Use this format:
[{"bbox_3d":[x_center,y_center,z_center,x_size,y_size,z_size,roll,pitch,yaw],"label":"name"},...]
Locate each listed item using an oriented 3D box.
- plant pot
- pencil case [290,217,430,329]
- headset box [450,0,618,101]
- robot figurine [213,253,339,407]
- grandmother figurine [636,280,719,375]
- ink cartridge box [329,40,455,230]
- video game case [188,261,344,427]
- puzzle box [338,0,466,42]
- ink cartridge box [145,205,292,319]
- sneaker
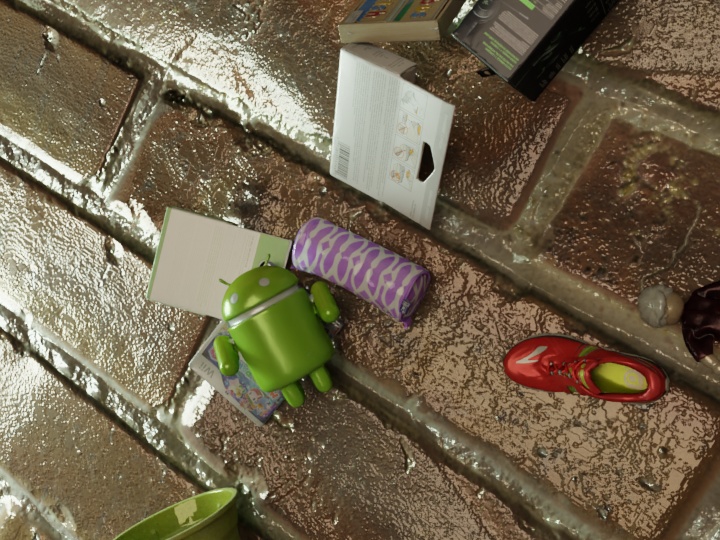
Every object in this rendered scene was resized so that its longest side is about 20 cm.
[{"bbox_3d":[-0.232,0.434,1.110,0.200,0.200,0.185,-22,90,20],"label":"plant pot"},{"bbox_3d":[0.000,0.000,1.086,0.200,0.084,0.086,29,122,23],"label":"pencil case"},{"bbox_3d":[0.217,-0.307,0.951,0.093,0.174,0.200,44,109,14],"label":"headset box"},{"bbox_3d":[-0.111,0.082,1.072,0.175,0.116,0.200,-28,92,-1],"label":"robot figurine"},{"bbox_3d":[0.421,0.063,0.920,0.200,0.061,0.121,17,66,25],"label":"grandmother figurine"},{"bbox_3d":[0.045,-0.174,1.031,0.176,0.045,0.200,32,139,22],"label":"ink cartridge box"},{"bbox_3d":[-0.138,0.108,1.150,0.143,0.018,0.200,39,103,4],"label":"video game case"},{"bbox_3d":[0.068,-0.349,1.029,0.133,0.200,0.025,5,131,22],"label":"puzzle box"},{"bbox_3d":[-0.209,-0.002,1.189,0.199,0.048,0.146,15,93,7],"label":"ink cartridge box"},{"bbox_3d":[0.268,0.118,0.962,0.199,0.085,0.077,4,88,23],"label":"sneaker"}]
